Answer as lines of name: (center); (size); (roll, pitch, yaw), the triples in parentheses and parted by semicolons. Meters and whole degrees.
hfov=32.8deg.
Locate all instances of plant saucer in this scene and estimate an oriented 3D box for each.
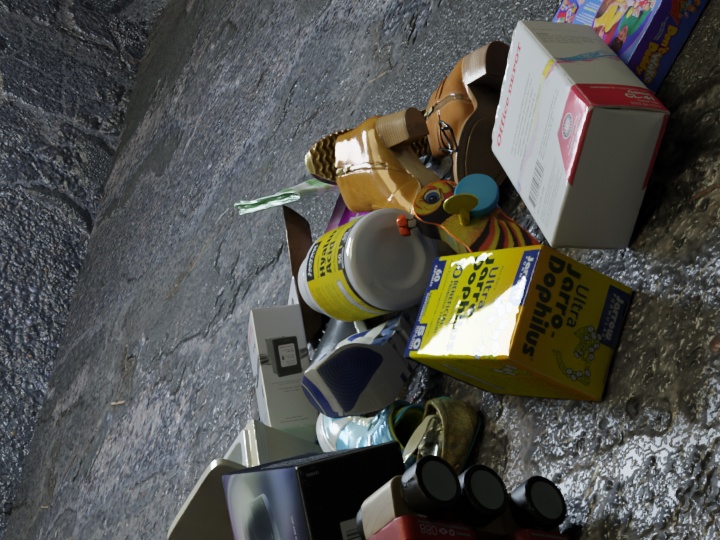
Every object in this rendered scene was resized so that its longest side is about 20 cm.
plant saucer: (-0.079, 0.006, 1.702); (0.200, 0.035, 0.202); (172, 90, -87)

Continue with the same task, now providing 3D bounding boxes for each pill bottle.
pill bottle: (0.000, 0.000, 1.395); (0.200, 0.111, 0.112); (-21, 49, 65)

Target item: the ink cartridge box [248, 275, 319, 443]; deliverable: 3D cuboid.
ink cartridge box: (-0.103, 0.122, 1.574); (0.116, 0.066, 0.202); (106, 155, -65)

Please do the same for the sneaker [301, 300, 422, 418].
sneaker: (0.003, 0.112, 1.354); (0.199, 0.081, 0.115); (-30, -1, -44)

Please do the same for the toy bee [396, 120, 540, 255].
toy bee: (0.100, -0.051, 1.292); (0.108, 0.131, 0.200); (-32, 38, -5)

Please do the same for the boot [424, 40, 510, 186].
boot: (0.121, -0.157, 1.444); (0.155, 0.073, 0.202); (-30, 42, 61)

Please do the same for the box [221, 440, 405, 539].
box: (-0.036, 0.286, 1.222); (0.198, 0.122, 0.202); (-23, 78, 61)

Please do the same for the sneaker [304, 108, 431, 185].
sneaker: (0.014, -0.154, 1.584); (0.090, 0.198, 0.076); (-6, 100, 69)

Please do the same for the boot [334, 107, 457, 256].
boot: (0.038, -0.083, 1.448); (0.144, 0.070, 0.203); (-21, 80, 50)

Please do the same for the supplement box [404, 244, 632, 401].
supplement box: (0.144, 0.051, 1.158); (0.200, 0.109, 0.110); (-7, 62, 64)

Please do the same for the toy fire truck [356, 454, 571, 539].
toy fire truck: (0.103, 0.260, 0.979); (0.129, 0.175, 0.201); (-45, 41, 41)

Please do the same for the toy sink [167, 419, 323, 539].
toy sink: (-0.111, 0.262, 1.413); (0.131, 0.199, 0.112); (-57, 24, 22)

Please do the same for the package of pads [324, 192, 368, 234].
package of pads: (0.022, -0.055, 1.580); (0.200, 0.075, 0.122); (-6, 64, 65)

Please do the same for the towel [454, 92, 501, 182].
towel: (0.144, -0.120, 1.451); (0.086, 0.018, 0.202); (-28, 43, 49)

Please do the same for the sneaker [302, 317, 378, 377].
sneaker: (-0.032, 0.088, 1.521); (0.106, 0.075, 0.200); (-36, 30, 7)

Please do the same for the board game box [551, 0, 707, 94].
board game box: (0.267, -0.259, 1.262); (0.135, 0.044, 0.200); (-62, 23, 13)

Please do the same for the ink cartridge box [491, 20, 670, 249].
ink cartridge box: (0.202, -0.133, 1.167); (0.201, 0.085, 0.149); (-108, 23, -54)

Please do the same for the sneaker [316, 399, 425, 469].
sneaker: (0.023, 0.177, 1.355); (0.131, 0.079, 0.200); (-60, 32, 19)

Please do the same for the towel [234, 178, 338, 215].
towel: (-0.055, -0.117, 1.673); (0.152, 0.199, 0.024); (-9, 99, 49)

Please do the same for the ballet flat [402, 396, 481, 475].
ballet flat: (0.063, 0.223, 1.231); (0.071, 0.070, 0.202); (-9, 61, 64)
